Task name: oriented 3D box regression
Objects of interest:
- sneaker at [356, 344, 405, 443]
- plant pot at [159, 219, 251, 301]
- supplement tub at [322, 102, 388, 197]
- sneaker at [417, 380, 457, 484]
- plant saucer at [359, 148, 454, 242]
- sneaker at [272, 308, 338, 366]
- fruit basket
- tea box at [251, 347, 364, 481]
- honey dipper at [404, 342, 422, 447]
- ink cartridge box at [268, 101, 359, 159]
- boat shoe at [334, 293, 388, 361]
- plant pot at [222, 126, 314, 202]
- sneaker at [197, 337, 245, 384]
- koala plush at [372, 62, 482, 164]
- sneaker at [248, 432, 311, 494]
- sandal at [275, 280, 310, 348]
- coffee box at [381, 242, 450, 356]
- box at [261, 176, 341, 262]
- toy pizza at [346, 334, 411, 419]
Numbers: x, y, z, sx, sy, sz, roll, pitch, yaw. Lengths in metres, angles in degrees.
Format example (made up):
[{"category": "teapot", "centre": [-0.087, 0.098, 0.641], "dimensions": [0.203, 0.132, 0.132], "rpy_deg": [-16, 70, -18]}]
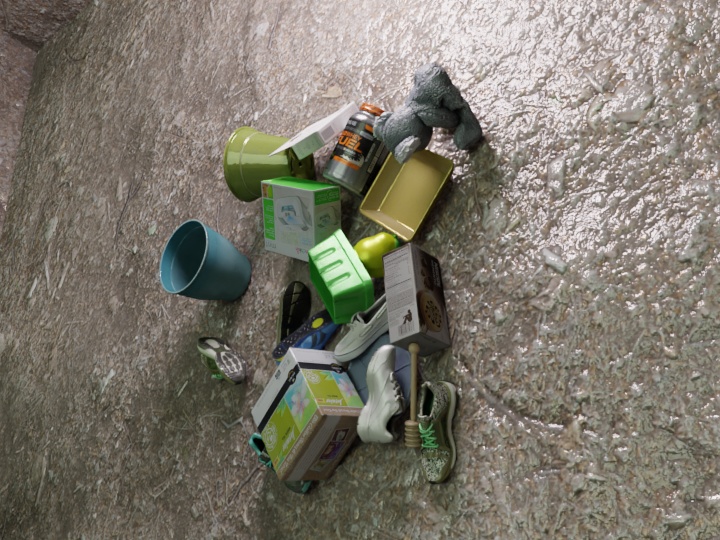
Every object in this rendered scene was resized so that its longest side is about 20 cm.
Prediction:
[{"category": "sneaker", "centre": [0.054, 0.252, 1.528], "dimensions": [0.086, 0.074, 0.203], "rpy_deg": [3, 81, 32]}, {"category": "plant pot", "centre": [-0.403, -0.009, 2.022], "dimensions": [0.198, 0.187, 0.203], "rpy_deg": [-18, 61, 36]}, {"category": "supplement tub", "centre": [0.003, -0.289, 1.812], "dimensions": [0.122, 0.122, 0.202], "rpy_deg": [26, 90, 46]}, {"category": "sneaker", "centre": [0.132, 0.304, 1.451], "dimensions": [0.076, 0.088, 0.203], "rpy_deg": [-13, 64, 38]}, {"category": "plant saucer", "centre": [0.112, -0.179, 1.715], "dimensions": [0.199, 0.048, 0.202], "rpy_deg": [35, 97, 45]}, {"category": "sneaker", "centre": [-0.111, 0.166, 1.772], "dimensions": [0.199, 0.079, 0.066], "rpy_deg": [-38, 30, 1]}, {"category": "fruit basket", "centre": [0.000, 0.000, 1.703], "dimensions": [0.212, 0.157, 0.218], "rpy_deg": [-1, 45, 1]}, {"category": "tea box", "centre": [-0.111, 0.309, 1.622], "dimensions": [0.201, 0.132, 0.197], "rpy_deg": [-59, 43, 24]}, {"category": "honey dipper", "centre": [0.105, 0.245, 1.497], "dimensions": [0.038, 0.038, 0.204], "rpy_deg": [0, 90, 43]}, {"category": "ink cartridge box", "centre": [-0.111, -0.333, 1.873], "dimensions": [0.175, 0.045, 0.200], "rpy_deg": [-20, 19, 39]}, {"category": "boat shoe", "centre": [0.010, 0.116, 1.633], "dimensions": [0.200, 0.065, 0.074], "rpy_deg": [-41, 24, 12]}, {"category": "plant pot", "centre": [-0.228, -0.281, 1.998], "dimensions": [0.188, 0.200, 0.203], "rpy_deg": [4, 74, 32]}, {"category": "sneaker", "centre": [-0.358, 0.250, 1.959], "dimensions": [0.199, 0.076, 0.090], "rpy_deg": [36, 125, 45]}, {"category": "koala plush", "centre": [0.127, -0.327, 1.641], "dimensions": [0.199, 0.184, 0.178], "rpy_deg": [-37, 47, 5]}, {"category": "sneaker", "centre": [-0.186, 0.428, 1.694], "dimensions": [0.199, 0.091, 0.078], "rpy_deg": [32, 95, 46]}, {"category": "sandal", "centre": [-0.177, 0.122, 1.836], "dimensions": [0.057, 0.079, 0.204], "rpy_deg": [-9, 66, 55]}, {"category": "coffee box", "centre": [0.114, 0.061, 1.561], "dimensions": [0.079, 0.112, 0.203], "rpy_deg": [-24, 56, 33]}, {"category": "box", "centre": [-0.142, -0.126, 1.842], "dimensions": [0.198, 0.096, 0.179], "rpy_deg": [16, 113, 43]}, {"category": "toy pizza", "centre": [0.045, 0.237, 1.605], "dimensions": [0.198, 0.032, 0.203], "rpy_deg": [-20, 59, 38]}]
